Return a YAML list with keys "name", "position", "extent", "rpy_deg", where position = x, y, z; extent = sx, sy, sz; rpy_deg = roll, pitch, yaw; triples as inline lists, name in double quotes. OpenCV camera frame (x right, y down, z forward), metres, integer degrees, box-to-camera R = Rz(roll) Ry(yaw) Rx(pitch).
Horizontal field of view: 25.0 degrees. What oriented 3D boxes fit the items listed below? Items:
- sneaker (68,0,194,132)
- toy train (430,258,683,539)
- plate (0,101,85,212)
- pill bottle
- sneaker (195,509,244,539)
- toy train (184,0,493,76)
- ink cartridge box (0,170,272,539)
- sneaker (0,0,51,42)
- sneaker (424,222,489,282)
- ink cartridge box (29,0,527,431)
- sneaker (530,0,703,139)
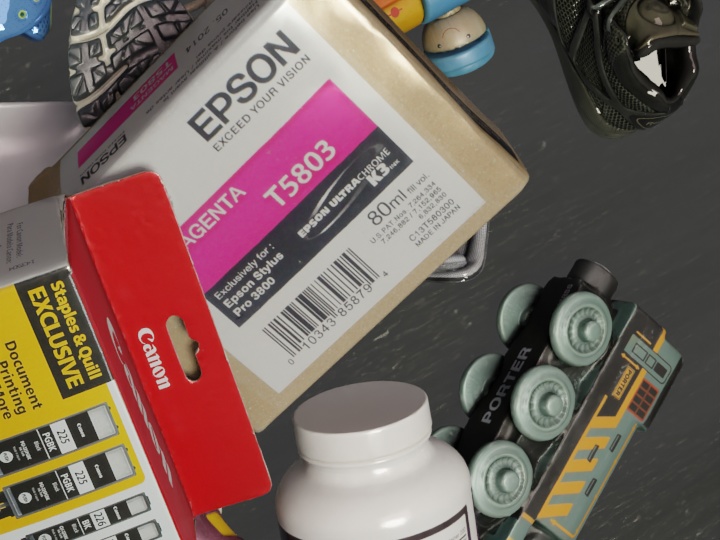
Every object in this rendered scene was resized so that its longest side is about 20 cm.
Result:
- name: "sneaker"
  position: [-0.114, -0.073, 0.905]
  extent: [0.077, 0.086, 0.201]
  rpy_deg: [-23, 111, -12]
- name: "toy train"
  position: [0.118, 0.095, 1.007]
  extent: [0.114, 0.085, 0.201]
  rpy_deg: [38, 75, -26]
- name: "plate"
  position: [-0.220, 0.003, 0.866]
  extent: [0.198, 0.032, 0.202]
  rpy_deg: [-3, 65, -22]
- name: "pill bottle"
  position: [0.014, 0.170, 0.920]
  extent: [0.112, 0.112, 0.202]
  rpy_deg: [-15, 107, -22]
- name: "sneaker"
  position: [-0.112, 0.116, 0.903]
  extent: [0.199, 0.075, 0.090]
  rpy_deg: [35, 59, -9]
- name: "toy train"
  position: [-0.012, -0.143, 0.962]
  extent: [0.199, 0.084, 0.116]
  rpy_deg: [-31, 115, -20]
- name: "ink cartridge box"
  position: [-0.144, 0.076, 0.767]
  extent: [0.174, 0.084, 0.201]
  rpy_deg: [-19, 118, -2]
- name: "sneaker"
  position: [-0.198, -0.190, 0.901]
  extent: [0.105, 0.076, 0.201]
  rpy_deg: [43, 80, -27]
- name: "sneaker"
  position: [0.000, 0.000, 0.938]
  extent: [0.200, 0.114, 0.076]
  rpy_deg: [-49, 113, -18]
- name: "ink cartridge box"
  position: [-0.043, -0.043, 0.824]
  extent: [0.200, 0.075, 0.165]
  rpy_deg: [-44, 116, 12]
- name: "sneaker"
  position: [0.151, -0.183, 1.014]
  extent: [0.076, 0.114, 0.201]
  rpy_deg: [-29, 96, -22]
